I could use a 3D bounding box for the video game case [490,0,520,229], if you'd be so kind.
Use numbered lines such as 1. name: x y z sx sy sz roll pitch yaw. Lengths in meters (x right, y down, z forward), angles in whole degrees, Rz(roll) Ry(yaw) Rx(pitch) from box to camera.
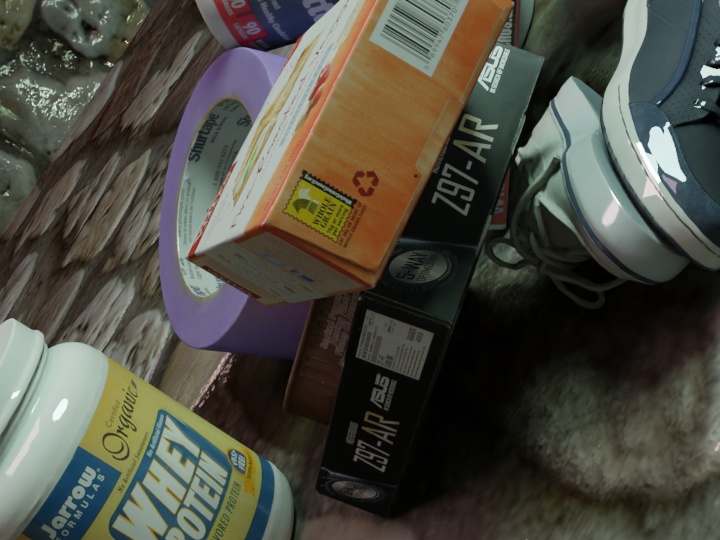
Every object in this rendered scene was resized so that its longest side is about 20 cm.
1. video game case: 0.076 -0.146 0.851 0.143 0.017 0.202 -94 4 -61

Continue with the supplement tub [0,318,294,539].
1. supplement tub: -0.153 0.133 0.845 0.145 0.199 0.145 -46 21 24

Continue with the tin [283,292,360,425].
1. tin: 0.000 0.000 0.828 0.112 0.041 0.202 -58 -13 -57

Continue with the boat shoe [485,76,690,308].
1. boat shoe: 0.100 -0.027 0.696 0.086 0.074 0.202 -49 17 18

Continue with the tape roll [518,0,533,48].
1. tape roll: 0.037 -0.149 1.059 0.200 0.066 0.201 -46 21 23

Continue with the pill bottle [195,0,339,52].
1. pill bottle: -0.008 -0.224 0.960 0.198 0.120 0.120 -13 36 19

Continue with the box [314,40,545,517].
1. box: 0.031 0.008 0.718 0.201 0.043 0.161 103 -173 -57

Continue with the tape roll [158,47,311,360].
1. tape roll: -0.062 -0.043 0.976 0.199 0.084 0.203 -24 62 58

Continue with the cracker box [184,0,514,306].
1. cracker box: -0.014 -0.058 0.665 0.135 0.057 0.200 -64 12 -11

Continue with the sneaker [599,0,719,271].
1. sneaker: 0.180 -0.105 0.630 0.146 0.077 0.204 -39 27 37
